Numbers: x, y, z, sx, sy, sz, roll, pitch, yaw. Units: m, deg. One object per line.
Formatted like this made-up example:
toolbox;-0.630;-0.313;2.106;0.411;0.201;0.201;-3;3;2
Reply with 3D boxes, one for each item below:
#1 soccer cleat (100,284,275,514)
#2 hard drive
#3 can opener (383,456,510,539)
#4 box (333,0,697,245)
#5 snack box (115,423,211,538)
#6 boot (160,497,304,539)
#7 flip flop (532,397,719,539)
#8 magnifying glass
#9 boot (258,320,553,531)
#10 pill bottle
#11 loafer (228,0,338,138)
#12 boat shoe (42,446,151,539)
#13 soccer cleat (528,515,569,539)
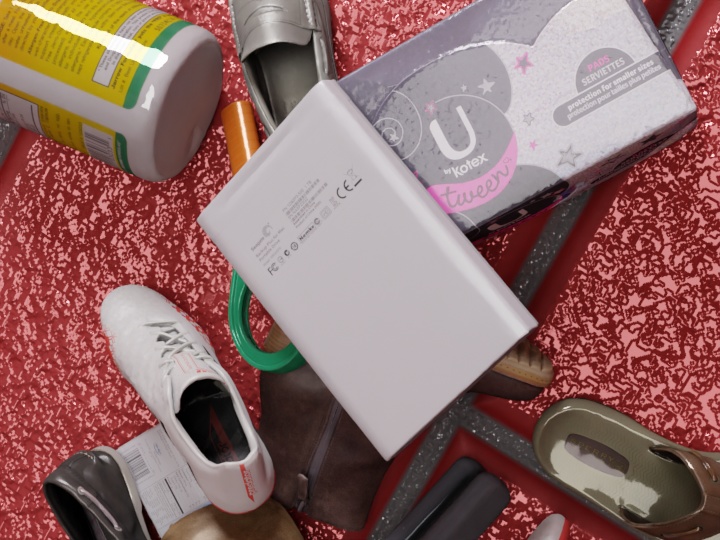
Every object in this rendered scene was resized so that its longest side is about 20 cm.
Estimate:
soccer cleat;-0.120;0.077;0.975;0.068;0.085;0.201;-26;62;-17
hard drive;0.000;0.000;0.889;0.132;0.026;0.200;-45;78;25
can opener;0.016;0.203;0.948;0.200;0.053;0.067;-43;124;-9
box;0.103;-0.106;0.922;0.199;0.115;0.133;-28;84;13
snack box;-0.099;0.200;1.024;0.072;0.024;0.201;-30;84;13
boot;-0.132;0.218;0.969;0.199;0.074;0.076;-22;60;-10
flip flop;0.205;0.143;0.930;0.199;0.058;0.082;25;97;12
magnifying glass;-0.068;-0.025;0.981;0.079;0.022;0.202;-29;64;34
boot;0.022;0.103;0.983;0.198;0.072;0.168;16;107;12
pill bottle;-0.206;-0.148;1.000;0.199;0.113;0.114;22;96;13
loafer;-0.053;-0.160;0.983;0.069;0.070;0.202;-20;86;14
boat shoe;-0.167;0.224;1.014;0.067;0.057;0.201;-30;85;37
soccer cleat;0.073;0.244;0.954;0.085;0.069;0.201;29;102;8
